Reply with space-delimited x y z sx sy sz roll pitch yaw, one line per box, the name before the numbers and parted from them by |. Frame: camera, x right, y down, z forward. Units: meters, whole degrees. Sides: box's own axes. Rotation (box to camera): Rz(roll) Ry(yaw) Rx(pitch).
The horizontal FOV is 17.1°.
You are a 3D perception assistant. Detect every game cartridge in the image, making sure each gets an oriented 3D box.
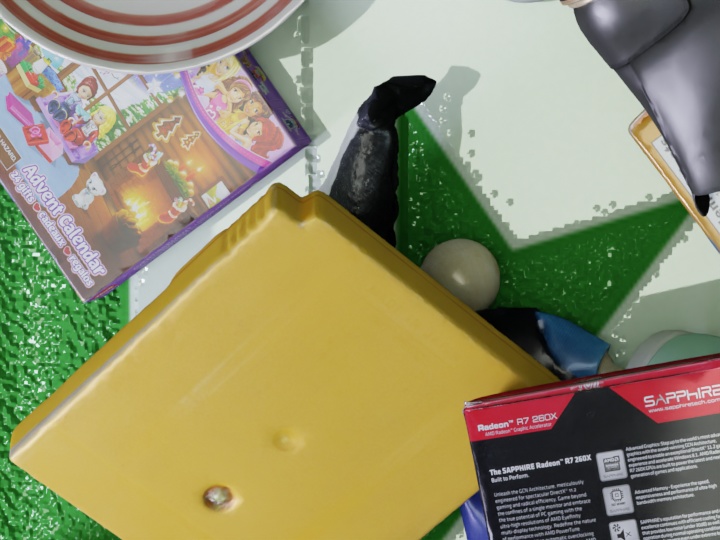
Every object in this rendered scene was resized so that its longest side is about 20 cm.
game cartridge | -0.034 0.069 1.110 0.176 0.032 0.200 38 115 -22

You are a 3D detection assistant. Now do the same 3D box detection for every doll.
doll | 0.069 0.083 1.162 0.136 0.048 0.201 -16 92 7

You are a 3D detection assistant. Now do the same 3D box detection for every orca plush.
orca plush | 0.000 0.000 1.149 0.071 0.105 0.201 20 110 -10

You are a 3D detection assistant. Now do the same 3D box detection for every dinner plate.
dinner plate | -0.099 -0.191 1.115 0.199 0.024 0.201 0 93 3

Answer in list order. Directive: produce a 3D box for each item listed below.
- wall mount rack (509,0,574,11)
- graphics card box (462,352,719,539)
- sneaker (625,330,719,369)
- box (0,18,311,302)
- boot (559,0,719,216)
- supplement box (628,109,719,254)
wall mount rack | 0.116 -0.211 1.085 0.199 0.075 0.174 -30 92 13
graphics card box | 0.126 0.143 1.042 0.125 0.051 0.201 -12 89 20
sneaker | 0.144 0.122 1.085 0.074 0.118 0.201 28 78 -29
box | -0.136 -0.105 1.192 0.137 0.039 0.200 -36 88 13
boot | 0.196 -0.123 1.030 0.199 0.078 0.139 -25 105 26
supplement box | 0.209 -0.010 1.113 0.069 0.067 0.200 -35 88 16
